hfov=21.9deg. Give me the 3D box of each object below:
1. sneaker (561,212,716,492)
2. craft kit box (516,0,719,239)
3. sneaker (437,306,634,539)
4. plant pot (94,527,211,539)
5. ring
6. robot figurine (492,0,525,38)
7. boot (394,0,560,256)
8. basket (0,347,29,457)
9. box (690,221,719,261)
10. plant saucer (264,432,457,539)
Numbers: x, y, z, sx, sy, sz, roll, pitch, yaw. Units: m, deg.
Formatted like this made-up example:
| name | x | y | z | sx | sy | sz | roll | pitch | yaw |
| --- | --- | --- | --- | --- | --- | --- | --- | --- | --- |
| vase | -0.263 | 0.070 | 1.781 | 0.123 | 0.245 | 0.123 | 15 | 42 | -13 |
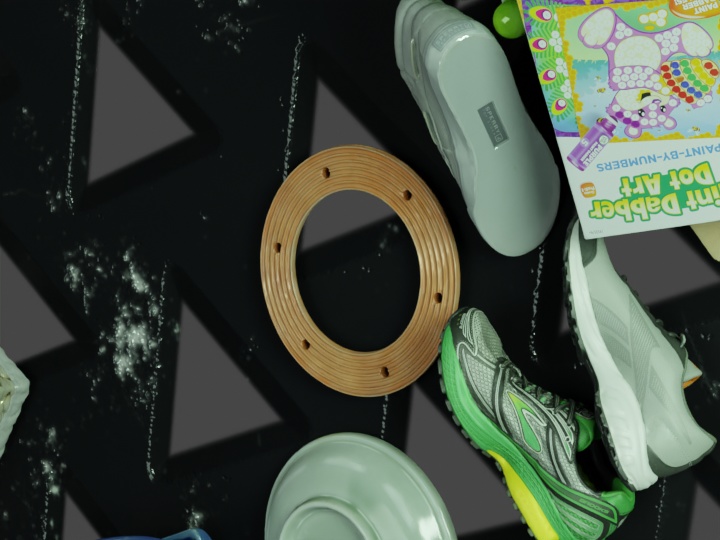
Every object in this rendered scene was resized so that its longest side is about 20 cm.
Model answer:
| name | x | y | z | sx | sy | sz | roll | pitch | yaw |
| --- | --- | --- | --- | --- | --- | --- | --- | --- | --- |
| sneaker | 0.190 | 0.051 | 1.308 | 0.079 | 0.074 | 0.201 | -17 | 75 | 3 |
| craft kit box | 0.215 | -0.128 | 1.196 | 0.200 | 0.049 | 0.198 | -9 | 114 | 28 |
| sneaker | 0.131 | 0.108 | 1.360 | 0.085 | 0.078 | 0.200 | -39 | 81 | 29 |
| plant pot | -0.207 | 0.332 | 1.587 | 0.200 | 0.180 | 0.200 | -26 | 80 | 38 |
| ring | 0.000 | 0.000 | 1.476 | 0.200 | 0.019 | 0.201 | 7 | 102 | 39 |
| robot figurine | 0.108 | -0.250 | 1.289 | 0.200 | 0.116 | 0.176 | -2 | 101 | 40 |
| boot | 0.082 | -0.109 | 1.341 | 0.096 | 0.073 | 0.200 | 54 | 166 | 53 |
| basket | -0.455 | 0.126 | 1.771 | 0.200 | 0.161 | 0.198 | 46 | 122 | 27 |
| box | 0.265 | -0.129 | 1.242 | 0.200 | 0.021 | 0.164 | -43 | 71 | 33 |
| plant saucer | -0.012 | 0.233 | 1.500 | 0.200 | 0.050 | 0.201 | 7 | 102 | 38 |
